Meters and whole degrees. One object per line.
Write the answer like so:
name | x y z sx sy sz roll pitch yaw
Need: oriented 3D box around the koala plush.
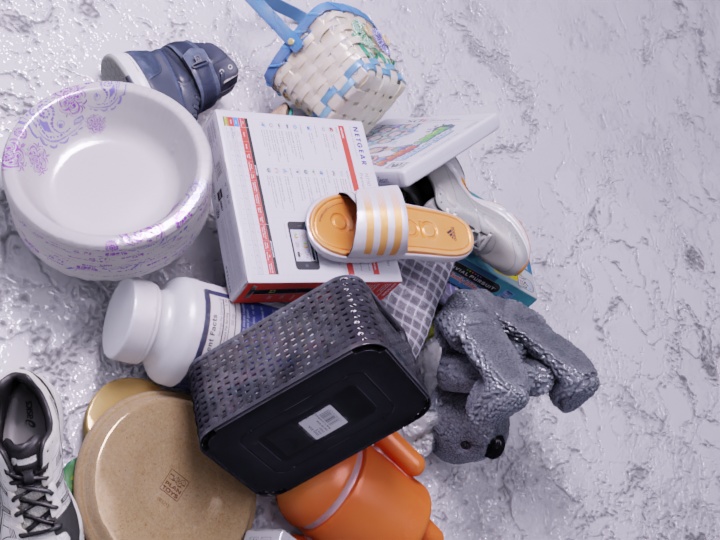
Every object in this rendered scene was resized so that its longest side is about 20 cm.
koala plush | 0.136 0.145 1.203 0.177 0.201 0.184 -4 41 -38

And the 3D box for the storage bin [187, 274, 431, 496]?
storage bin | -0.050 0.114 0.988 0.135 0.199 0.094 50 15 -43

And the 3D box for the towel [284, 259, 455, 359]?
towel | 0.000 0.000 1.168 0.199 0.086 0.166 31 63 -14

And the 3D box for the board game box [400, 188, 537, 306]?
board game box | 0.134 -0.044 1.346 0.199 0.047 0.152 28 37 -26

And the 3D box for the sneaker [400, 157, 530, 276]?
sneaker | 0.115 -0.062 1.248 0.200 0.076 0.092 46 40 14

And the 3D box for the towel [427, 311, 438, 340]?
towel | 0.025 0.072 1.245 0.200 0.018 0.086 -30 89 -42

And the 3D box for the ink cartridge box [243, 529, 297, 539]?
ink cartridge box | -0.088 0.363 0.985 0.109 0.050 0.201 49 44 -41

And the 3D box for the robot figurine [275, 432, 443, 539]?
robot figurine | -0.005 0.241 1.086 0.200 0.144 0.117 38 35 -17

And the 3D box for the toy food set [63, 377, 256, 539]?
toy food set | -0.192 0.213 1.002 0.199 0.049 0.199 29 54 -24

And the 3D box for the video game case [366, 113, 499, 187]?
video game case | 0.042 -0.146 1.252 0.200 0.181 0.024 -35 119 -42

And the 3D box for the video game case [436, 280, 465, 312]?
video game case | 0.115 0.007 1.329 0.199 0.019 0.143 29 37 -23

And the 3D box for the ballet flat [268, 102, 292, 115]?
ballet flat | -0.119 -0.125 1.204 0.067 0.068 0.201 9 52 -7

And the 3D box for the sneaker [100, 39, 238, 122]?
sneaker | -0.184 -0.170 1.169 0.146 0.077 0.203 -23 83 -39

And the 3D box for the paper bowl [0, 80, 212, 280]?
paper bowl | -0.248 -0.081 1.032 0.199 0.105 0.202 4 58 -7

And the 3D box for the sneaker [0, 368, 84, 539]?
sneaker | -0.292 0.183 0.901 0.075 0.088 0.201 -13 71 -11

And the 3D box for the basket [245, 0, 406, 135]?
basket | -0.048 -0.269 1.274 0.200 0.139 0.176 44 18 17

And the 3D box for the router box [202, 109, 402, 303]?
router box | -0.063 -0.066 1.085 0.178 0.049 0.201 1 64 -30

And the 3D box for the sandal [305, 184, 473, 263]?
sandal | 0.041 -0.053 1.068 0.205 0.059 0.080 1 64 -30

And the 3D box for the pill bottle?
pill bottle | -0.154 0.070 1.055 0.199 0.111 0.112 17 60 -31
